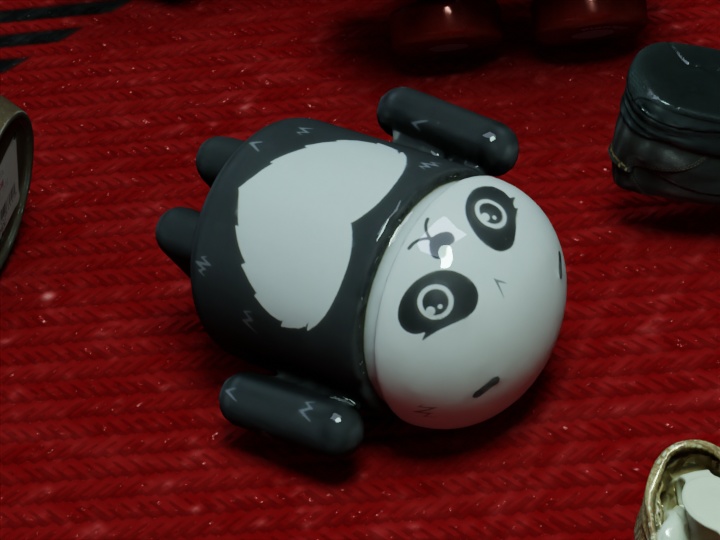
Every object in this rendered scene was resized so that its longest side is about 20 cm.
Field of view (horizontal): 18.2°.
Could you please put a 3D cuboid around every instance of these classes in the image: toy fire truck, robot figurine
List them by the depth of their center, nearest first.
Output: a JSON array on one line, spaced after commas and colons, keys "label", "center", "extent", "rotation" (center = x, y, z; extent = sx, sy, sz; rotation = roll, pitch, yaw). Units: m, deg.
[{"label": "robot figurine", "center": [0.000, -0.002, 1.055], "extent": [0.199, 0.151, 0.125], "rotation": [20, 22, 33]}, {"label": "toy fire truck", "center": [0.076, -0.188, 1.228], "extent": [0.199, 0.113, 0.168], "rotation": [-5, -4, 6]}]

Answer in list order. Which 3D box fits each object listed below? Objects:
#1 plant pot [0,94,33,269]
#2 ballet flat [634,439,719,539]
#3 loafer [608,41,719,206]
[{"label": "plant pot", "center": [-0.279, -0.061, 1.174], "extent": [0.199, 0.188, 0.187], "rotation": [14, 41, 5]}, {"label": "ballet flat", "center": [0.152, 0.141, 0.888], "extent": [0.070, 0.066, 0.200], "rotation": [-15, 38, -8]}, {"label": "loafer", "center": [0.222, -0.055, 1.125], "extent": [0.199, 0.073, 0.073], "rotation": [16, 43, -2]}]
